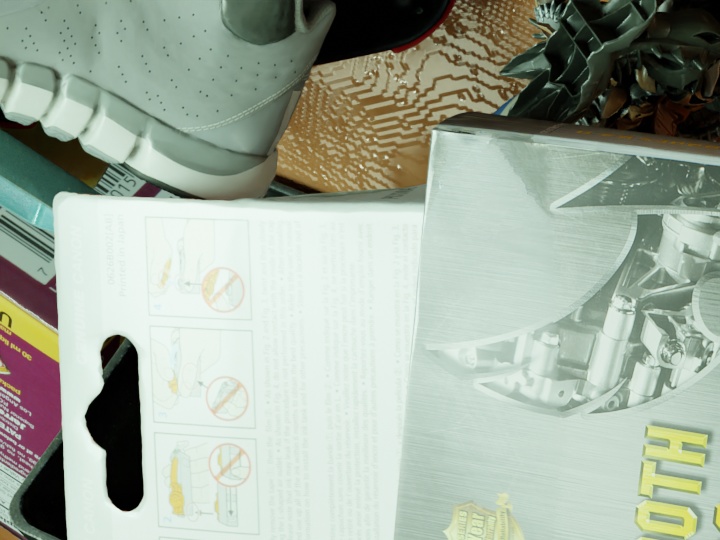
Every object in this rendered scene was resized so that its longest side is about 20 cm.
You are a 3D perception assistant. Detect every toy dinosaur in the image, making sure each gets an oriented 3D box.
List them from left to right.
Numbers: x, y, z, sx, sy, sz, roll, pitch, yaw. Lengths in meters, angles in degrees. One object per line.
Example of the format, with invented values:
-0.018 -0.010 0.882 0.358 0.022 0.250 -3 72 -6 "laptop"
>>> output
0.107 -0.091 0.671 0.200 0.135 0.102 -57 43 23 "toy dinosaur"

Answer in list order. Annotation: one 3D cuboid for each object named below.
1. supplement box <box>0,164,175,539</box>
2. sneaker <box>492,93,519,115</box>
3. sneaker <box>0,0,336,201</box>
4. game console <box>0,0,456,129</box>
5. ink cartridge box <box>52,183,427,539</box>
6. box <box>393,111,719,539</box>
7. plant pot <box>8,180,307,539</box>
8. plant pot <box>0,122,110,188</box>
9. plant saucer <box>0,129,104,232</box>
-0.147 0.027 0.985 0.103 0.131 0.200 33 144 10 "supplement box"
-0.001 0.000 0.802 0.111 0.200 0.077 32 -174 32 "sneaker"
-0.094 -0.105 0.655 0.200 0.116 0.075 22 -165 -33 "sneaker"
-0.065 -0.145 0.693 0.031 0.199 0.177 -117 16 -61 "game console"
-0.001 0.052 0.671 0.199 0.050 0.163 3 101 19 "ink cartridge box"
0.092 0.061 0.593 0.158 0.048 0.201 9 103 15 "box"
-0.006 0.112 0.908 0.199 0.200 0.178 22 151 23 "plant pot"
-0.160 -0.132 0.790 0.188 0.201 0.201 28 145 -9 "plant pot"
-0.170 -0.063 0.698 0.200 0.019 0.070 35 168 -36 "plant saucer"
